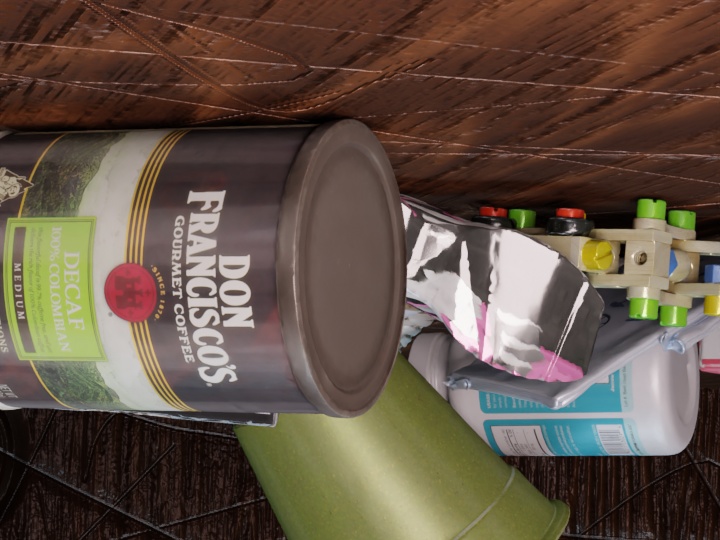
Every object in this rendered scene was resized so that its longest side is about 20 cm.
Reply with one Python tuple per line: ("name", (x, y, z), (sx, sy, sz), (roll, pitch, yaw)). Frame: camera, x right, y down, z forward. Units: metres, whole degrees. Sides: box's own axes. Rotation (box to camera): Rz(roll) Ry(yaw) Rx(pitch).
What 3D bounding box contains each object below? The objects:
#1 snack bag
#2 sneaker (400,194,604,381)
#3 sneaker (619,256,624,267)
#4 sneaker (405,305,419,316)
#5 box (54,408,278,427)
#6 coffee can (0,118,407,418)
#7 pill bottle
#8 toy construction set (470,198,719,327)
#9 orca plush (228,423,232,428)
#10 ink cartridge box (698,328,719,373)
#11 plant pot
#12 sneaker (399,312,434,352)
("snack bag", (0.171, 0.039, 1.709), (0.199, 0.022, 0.188), (-31, -167, -17))
("sneaker", (0.056, -0.004, 1.537), (0.199, 0.081, 0.086), (29, -173, -4))
("sneaker", (0.189, 0.029, 1.909), (0.199, 0.081, 0.070), (-2, 172, 21))
("sneaker", (-0.030, 0.025, 1.613), (0.108, 0.070, 0.200), (-29, 180, 34))
("box", (-0.144, 0.051, 1.715), (0.198, 0.050, 0.158), (4, -164, 3))
("coffee can", (-0.093, 0.000, 1.296), (0.199, 0.148, 0.146), (-1, 174, 23))
("pill bottle", (0.137, 0.078, 1.841), (0.199, 0.112, 0.111), (-1, 174, 21))
("toy construction set", (0.142, 0.001, 1.611), (0.199, 0.093, 0.131), (-18, 164, 41))
("orca plush", (-0.065, 0.062, 1.953), (0.105, 0.201, 0.071), (12, 130, -35))
("ink cartridge box", (0.371, 0.045, 2.002), (0.145, 0.086, 0.200), (-2, 172, 32))
("plant pot", (0.011, 0.147, 1.775), (0.199, 0.190, 0.200), (-35, -174, 4))
("sneaker", (0.024, 0.026, 1.916), (0.076, 0.081, 0.199), (8, 171, -37))
